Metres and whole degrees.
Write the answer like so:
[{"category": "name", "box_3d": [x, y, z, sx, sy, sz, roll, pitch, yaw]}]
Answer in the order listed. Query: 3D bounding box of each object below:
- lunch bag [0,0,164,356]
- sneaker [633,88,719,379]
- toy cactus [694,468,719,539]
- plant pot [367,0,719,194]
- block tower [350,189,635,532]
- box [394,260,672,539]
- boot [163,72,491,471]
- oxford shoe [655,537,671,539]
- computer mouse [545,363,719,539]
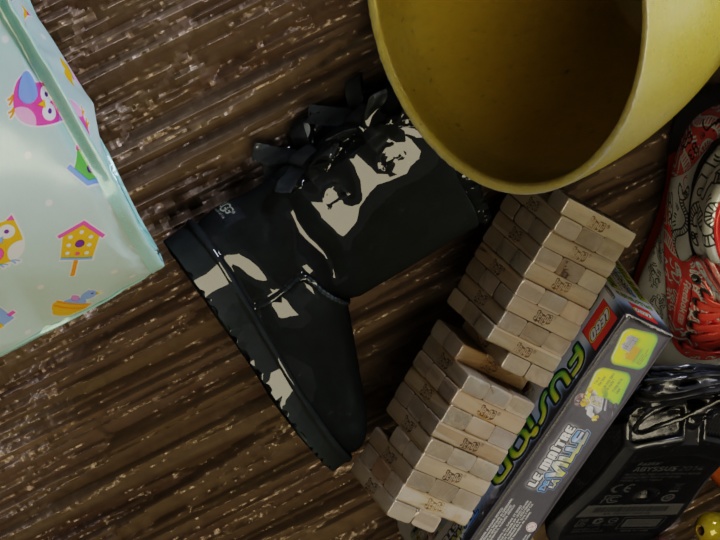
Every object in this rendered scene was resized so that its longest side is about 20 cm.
[{"category": "lunch bag", "box_3d": [-0.209, -0.044, 1.362, 0.170, 0.122, 0.201, -28, 117, -2]}, {"category": "sneaker", "box_3d": [0.201, 0.009, 1.529, 0.067, 0.108, 0.203, 0, 118, -10]}, {"category": "toy cactus", "box_3d": [0.298, 0.150, 1.639, 0.164, 0.103, 0.200, -26, 140, 15]}, {"category": "plant pot", "box_3d": [0.120, -0.150, 1.388, 0.141, 0.200, 0.201, -14, 126, -40]}, {"category": "block tower", "box_3d": [0.072, 0.046, 1.500, 0.054, 0.058, 0.201, 24, 102, -34]}, {"category": "box", "box_3d": [0.091, 0.084, 1.537, 0.035, 0.110, 0.201, 24, 109, -28]}, {"category": "boot", "box_3d": [0.000, 0.000, 1.489, 0.162, 0.073, 0.199, -35, 125, -4]}, {"category": "oxford shoe", "box_3d": [0.226, 0.231, 1.679, 0.074, 0.071, 0.201, -12, 135, 11]}, {"category": "computer mouse", "box_3d": [0.173, 0.100, 1.581, 0.138, 0.053, 0.200, 3, 145, -30]}]
